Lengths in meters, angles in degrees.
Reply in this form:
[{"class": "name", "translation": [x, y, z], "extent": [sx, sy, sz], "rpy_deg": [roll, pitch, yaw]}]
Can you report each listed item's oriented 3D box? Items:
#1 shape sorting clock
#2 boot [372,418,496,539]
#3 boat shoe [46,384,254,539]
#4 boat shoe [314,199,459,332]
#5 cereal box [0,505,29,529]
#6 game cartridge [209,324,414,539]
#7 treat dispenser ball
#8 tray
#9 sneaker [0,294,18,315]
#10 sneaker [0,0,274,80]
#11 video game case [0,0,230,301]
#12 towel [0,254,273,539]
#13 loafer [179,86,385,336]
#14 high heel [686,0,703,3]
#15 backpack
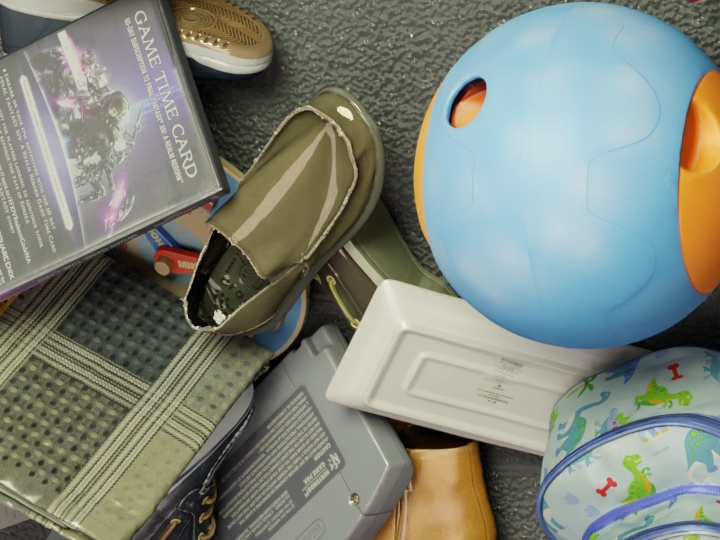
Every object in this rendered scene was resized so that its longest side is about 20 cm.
[{"class": "shape sorting clock", "translation": [-0.125, -0.012, 1.712], "extent": [0.199, 0.039, 0.201], "rpy_deg": [16, 131, 20]}, {"class": "boot", "translation": [0.002, 0.169, 1.766], "extent": [0.200, 0.071, 0.145], "rpy_deg": [-2, 107, 27]}, {"class": "boat shoe", "translation": [-0.122, 0.154, 1.745], "extent": [0.091, 0.071, 0.200], "rpy_deg": [37, 110, -26]}, {"class": "boat shoe", "translation": [0.000, 0.000, 1.659], "extent": [0.060, 0.072, 0.202], "rpy_deg": [-31, 105, 29]}, {"class": "cereal box", "translation": [-0.220, 0.108, 1.737], "extent": [0.144, 0.199, 0.040], "rpy_deg": [92, 154, -47]}, {"class": "game cartridge", "translation": [-0.048, 0.148, 1.746], "extent": [0.200, 0.041, 0.134], "rpy_deg": [-45, 66, 34]}, {"class": "treat dispenser ball", "translation": [0.130, -0.055, 1.493], "extent": [0.200, 0.201, 0.202], "rpy_deg": [10, 121, 18]}, {"class": "tray", "translation": [0.087, 0.074, 1.645], "extent": [0.199, 0.022, 0.108], "rpy_deg": [15, 125, -15]}, {"class": "sneaker", "translation": [-0.241, 0.004, 1.654], "extent": [0.077, 0.199, 0.073], "rpy_deg": [51, 166, 25]}, {"class": "sneaker", "translation": [-0.147, -0.128, 1.650], "extent": [0.199, 0.070, 0.109], "rpy_deg": [17, 118, 22]}, {"class": "video game case", "translation": [-0.189, -0.074, 1.591], "extent": [0.199, 0.019, 0.144], "rpy_deg": [-24, 74, 16]}, {"class": "towel", "translation": [-0.184, 0.079, 1.656], "extent": [0.192, 0.200, 0.035], "rpy_deg": [28, 143, 15]}, {"class": "loafer", "translation": [-0.050, -0.026, 1.584], "extent": [0.075, 0.070, 0.201], "rpy_deg": [41, 126, 17]}, {"class": "high heel", "translation": [0.222, -0.243, 1.424], "extent": [0.096, 0.067, 0.200], "rpy_deg": [35, 121, -11]}, {"class": "backpack", "translation": [0.210, 0.157, 1.595], "extent": [0.182, 0.147, 0.200], "rpy_deg": [-28, 114, 32]}]
